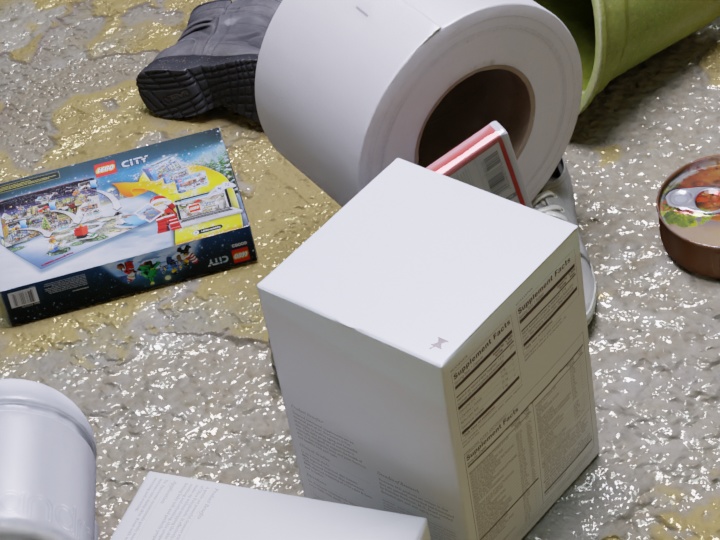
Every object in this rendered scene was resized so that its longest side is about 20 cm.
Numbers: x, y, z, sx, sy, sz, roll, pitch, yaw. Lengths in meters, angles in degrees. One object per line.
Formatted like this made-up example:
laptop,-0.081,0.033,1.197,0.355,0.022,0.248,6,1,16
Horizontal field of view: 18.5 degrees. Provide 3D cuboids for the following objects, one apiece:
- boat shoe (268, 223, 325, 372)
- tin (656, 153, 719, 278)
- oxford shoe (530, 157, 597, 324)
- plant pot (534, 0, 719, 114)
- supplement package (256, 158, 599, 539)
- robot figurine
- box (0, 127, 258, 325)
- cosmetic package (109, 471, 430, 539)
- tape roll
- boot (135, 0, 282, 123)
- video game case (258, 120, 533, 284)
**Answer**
boat shoe,0.000,0.000,1.634,0.074,0.074,0.200,13,45,26
tin,0.318,-0.036,1.633,0.199,0.042,0.112,5,38,17
oxford shoe,0.133,-0.027,1.649,0.075,0.058,0.201,-5,42,2
plant pot,0.199,-0.239,1.802,0.184,0.201,0.200,-21,39,-30
supplement package,0.050,0.066,1.445,0.151,0.201,0.151,23,50,33
robot figurine,-0.229,0.153,1.445,0.113,0.170,0.201,-25,42,18
box,-0.191,-0.037,1.749,0.199,0.038,0.137,-15,40,-4
cosmetic package,-0.059,0.204,1.397,0.199,0.085,0.108,9,44,22
tape roll,0.042,-0.130,1.604,0.202,0.203,0.139,-29,46,-21
boot,-0.083,-0.188,1.876,0.199,0.070,0.132,8,42,25
video game case,0.034,-0.002,1.543,0.200,0.143,0.017,-35,51,-9
